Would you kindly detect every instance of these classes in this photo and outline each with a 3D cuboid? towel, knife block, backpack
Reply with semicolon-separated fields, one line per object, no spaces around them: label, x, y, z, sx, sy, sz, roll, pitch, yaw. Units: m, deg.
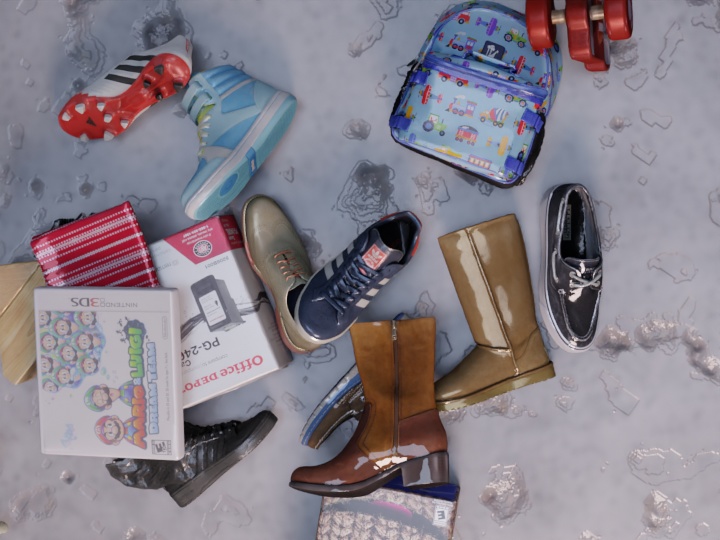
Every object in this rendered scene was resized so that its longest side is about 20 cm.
towel;-0.302;0.034;1.687;0.144;0.022;0.201;-18;91;17
knife block;-0.356;0.032;1.748;0.175;0.064;0.201;-6;92;8
backpack;0.142;-0.214;1.647;0.182;0.135;0.201;24;92;4

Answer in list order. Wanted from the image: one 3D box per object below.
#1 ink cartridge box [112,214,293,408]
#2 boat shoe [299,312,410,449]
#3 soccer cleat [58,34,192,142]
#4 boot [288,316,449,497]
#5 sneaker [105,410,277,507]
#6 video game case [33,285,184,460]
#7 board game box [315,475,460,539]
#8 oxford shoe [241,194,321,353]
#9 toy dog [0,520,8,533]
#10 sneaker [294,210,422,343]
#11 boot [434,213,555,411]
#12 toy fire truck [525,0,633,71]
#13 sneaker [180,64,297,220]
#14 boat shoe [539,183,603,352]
ink cartridge box;-0.188;0.052;1.720;0.145;0.083;0.201;-23;89;7
boat shoe;0.009;0.147;1.707;0.072;0.072;0.200;41;96;2
soccer cleat;-0.283;-0.221;1.733;0.200;0.085;0.069;-25;123;28
boot;0.003;0.155;1.636;0.188;0.068;0.201;-10;74;12
sneaker;-0.205;0.212;1.740;0.200;0.060;0.104;-41;92;10
video game case;-0.295;0.119;1.670;0.181;0.024;0.201;0;96;17
board game box;0.024;0.348;1.700;0.159;0.097;0.201;9;93;6
oxford shoe;-0.083;-0.001;1.700;0.071;0.074;0.201;-24;90;-20
toy dog;-0.541;0.244;1.758;0.194;0.139;0.201;-8;94;43
sneaker;0.000;0.000;1.651;0.075;0.085;0.200;42;62;-4
boot;0.129;0.052;1.690;0.175;0.066;0.201;-17;91;-12
toy fire truck;0.251;-0.329;1.613;0.112;0.168;0.201;-4;93;18
sneaker;-0.180;-0.160;1.696;0.130;0.080;0.200;33;64;9
boat shoe;0.253;-0.003;1.667;0.071;0.068;0.201;-2;90;-17
